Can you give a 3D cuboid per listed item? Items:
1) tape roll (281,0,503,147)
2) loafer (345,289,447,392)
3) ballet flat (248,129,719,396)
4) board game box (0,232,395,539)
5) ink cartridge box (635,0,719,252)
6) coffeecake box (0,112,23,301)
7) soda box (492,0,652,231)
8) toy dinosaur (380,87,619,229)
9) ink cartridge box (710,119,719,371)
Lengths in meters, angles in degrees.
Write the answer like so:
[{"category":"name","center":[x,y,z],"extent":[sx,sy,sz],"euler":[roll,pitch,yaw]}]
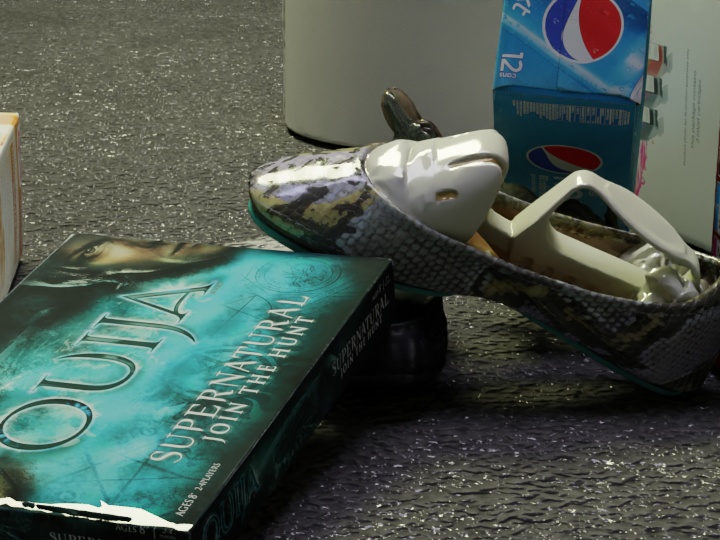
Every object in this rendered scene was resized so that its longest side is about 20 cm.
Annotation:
[{"category":"tape roll","center":[0.051,-0.159,1.496],"extent":[0.201,0.140,0.203],"euler":[0,14,0]},{"category":"loafer","center":[0.000,0.000,0.986],"extent":[0.068,0.071,0.201],"euler":[0,15,-2]},{"category":"ballet flat","center":[0.057,-0.017,0.920],"extent":[0.199,0.072,0.072],"euler":[22,11,-10]},{"category":"board game box","center":[-0.081,0.042,0.824],"extent":[0.134,0.028,0.200],"euler":[5,26,18]},{"category":"ink cartridge box","center":[0.209,-0.097,1.234],"extent":[0.144,0.146,0.200],"euler":[-5,15,-21]},{"category":"coffeecake box","center":[-0.233,-0.019,1.050],"extent":[0.152,0.074,0.200],"euler":[0,14,-3]},{"category":"soda box","center":[0.095,-0.068,1.069],"extent":[0.064,0.068,0.200],"euler":[6,-19,6]},{"category":"toy dinosaur","center":[0.083,-0.014,1.016],"extent":[0.199,0.048,0.088],"euler":[28,6,-12]},{"category":"ink cartridge box","center":[0.195,-0.042,0.887],"extent":[0.083,0.201,0.176],"euler":[0,13,-8]}]
